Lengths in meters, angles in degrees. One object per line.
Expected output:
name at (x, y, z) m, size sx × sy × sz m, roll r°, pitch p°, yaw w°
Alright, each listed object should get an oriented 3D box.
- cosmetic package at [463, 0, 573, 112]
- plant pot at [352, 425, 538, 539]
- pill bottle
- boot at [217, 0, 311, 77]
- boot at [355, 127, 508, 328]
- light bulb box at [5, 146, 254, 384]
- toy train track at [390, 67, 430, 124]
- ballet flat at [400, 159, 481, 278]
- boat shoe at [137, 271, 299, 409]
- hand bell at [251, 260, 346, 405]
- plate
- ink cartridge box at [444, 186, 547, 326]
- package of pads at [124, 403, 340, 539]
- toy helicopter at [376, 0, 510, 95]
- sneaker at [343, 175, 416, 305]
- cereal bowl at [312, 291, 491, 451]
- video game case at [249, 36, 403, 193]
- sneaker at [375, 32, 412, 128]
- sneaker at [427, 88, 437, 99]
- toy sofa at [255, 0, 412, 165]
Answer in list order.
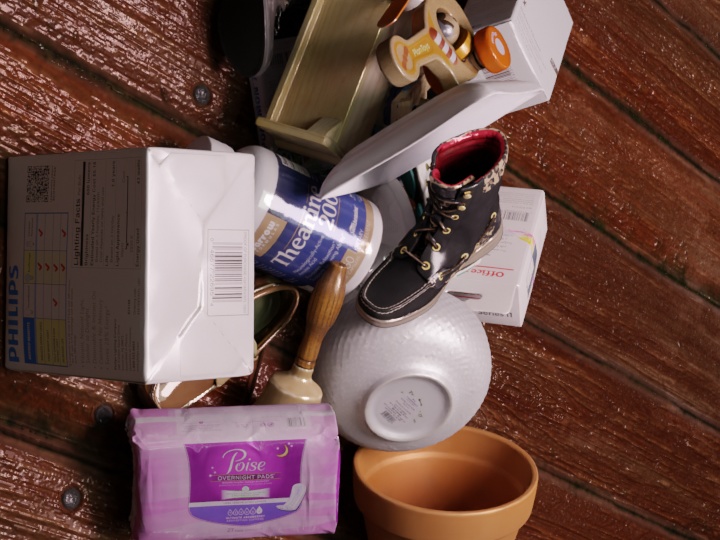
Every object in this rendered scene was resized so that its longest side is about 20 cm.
cosmetic package at (0.177, -0.276, 1.768) m, size 0.113 × 0.081 × 0.200 m, roll 60°, pitch 31°, yaw -27°
plant pot at (0.089, 0.273, 1.675) m, size 0.200 × 0.200 × 0.140 m, roll -20°, pitch 121°, yaw -43°
pill bottle at (-0.086, -0.056, 1.520) m, size 0.200 × 0.111 × 0.111 m, roll 25°, pitch 73°, yaw -29°
boot at (-0.060, -0.282, 1.573) m, size 0.174 × 0.069 × 0.200 m, roll 9°, pitch 75°, yaw -45°
boot at (0.075, -0.044, 1.525) m, size 0.200 × 0.073 × 0.151 m, roll -35°, pitch 151°, yaw -27°
light bulb box at (-0.204, -0.006, 1.350) m, size 0.125 × 0.200 × 0.198 m, roll 1°, pitch 91°, yaw -47°
toy train track at (0.067, -0.184, 1.582) m, size 0.200 × 0.033 × 0.115 m, roll -53°, pitch 149°, yaw -66°
ballet flat at (0.082, -0.084, 1.663) m, size 0.069 × 0.069 × 0.200 m, roll 3°, pitch 64°, yaw -45°
boat shoe at (-0.136, 0.068, 1.510) m, size 0.200 × 0.074 × 0.076 m, roll -48°, pitch 122°, yaw -34°
hand bell at (-0.051, 0.084, 1.522) m, size 0.104 × 0.104 × 0.200 m, roll 4°, pitch 114°, yaw -45°
plate at (0.067, -0.136, 1.503) m, size 0.032 × 0.200 × 0.200 m, roll 61°, pitch 23°, yaw 3°
ink cartridge box at (0.133, -0.006, 1.706) m, size 0.067 × 0.117 × 0.200 m, roll 81°, pitch 22°, yaw -43°
package of pads at (-0.121, 0.189, 1.452) m, size 0.200 × 0.076 × 0.121 m, roll -2°, pitch 115°, yaw -9°
toy helicopter at (0.062, -0.227, 1.481) m, size 0.132 × 0.079 × 0.200 m, roll 64°, pitch 30°, yaw -8°
sneaker at (0.000, 0.000, 1.638) m, size 0.116 × 0.074 × 0.200 m, roll -21°, pitch 114°, yaw -44°
cereal bowl at (0.045, 0.117, 1.607) m, size 0.200 × 0.200 × 0.083 m, roll 48°, pitch 17°, yaw -35°
video game case at (-0.033, -0.164, 1.646) m, size 0.200 × 0.022 × 0.182 m, roll -18°, pitch 103°, yaw -45°
sneaker at (0.021, -0.239, 1.627) m, size 0.077 × 0.085 × 0.200 m, roll 84°, pitch 16°, yaw -52°
sneaker at (0.094, -0.159, 1.712) m, size 0.088 × 0.076 × 0.200 m, roll 20°, pitch 55°, yaw -63°
toy sofa at (-0.020, -0.208, 1.531) m, size 0.098 × 0.083 × 0.200 m, roll 31°, pitch 78°, yaw -66°
